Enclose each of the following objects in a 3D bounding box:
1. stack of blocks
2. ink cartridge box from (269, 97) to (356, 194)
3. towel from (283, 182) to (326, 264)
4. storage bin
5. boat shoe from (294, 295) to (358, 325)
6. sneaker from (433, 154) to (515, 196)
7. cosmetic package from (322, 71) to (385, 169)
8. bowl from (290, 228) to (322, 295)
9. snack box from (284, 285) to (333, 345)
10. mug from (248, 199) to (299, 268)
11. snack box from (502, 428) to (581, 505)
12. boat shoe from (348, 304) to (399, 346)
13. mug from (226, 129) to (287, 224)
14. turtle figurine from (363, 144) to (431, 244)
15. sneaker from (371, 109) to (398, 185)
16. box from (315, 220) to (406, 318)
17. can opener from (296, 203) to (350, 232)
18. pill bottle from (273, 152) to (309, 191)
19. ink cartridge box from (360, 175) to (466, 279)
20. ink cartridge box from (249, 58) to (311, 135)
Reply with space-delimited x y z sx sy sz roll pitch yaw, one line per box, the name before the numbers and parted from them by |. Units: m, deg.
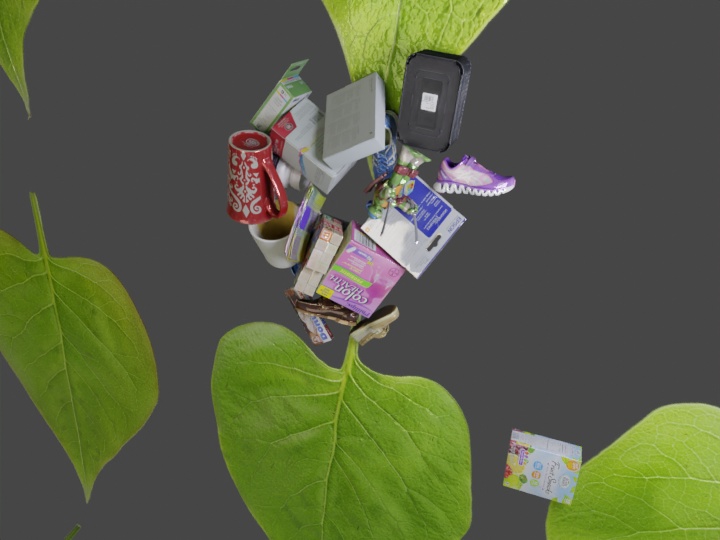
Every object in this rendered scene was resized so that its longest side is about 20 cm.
stack of blocks | -0.115 -0.036 1.474 0.057 0.116 0.203 22 111 -14
ink cartridge box | -0.112 -0.315 1.388 0.199 0.146 0.083 39 149 3
towel | -0.144 -0.115 1.432 0.022 0.144 0.204 19 86 11
storage bin | 0.168 -0.391 1.263 0.132 0.094 0.204 17 121 17
boat shoe | -0.097 0.107 1.640 0.195 0.070 0.072 12 103 3
sneaker | 0.270 -0.229 1.308 0.195 0.080 0.091 8 110 22
cosmetic package | -0.014 -0.358 1.311 0.148 0.205 0.051 -16 148 32
bowl | -0.117 -0.027 1.604 0.196 0.039 0.205 11 118 20
snack box | -0.160 0.137 1.712 0.071 0.024 0.203 -21 104 30
mug | -0.214 -0.102 1.517 0.146 0.190 0.155 7 143 13
snack box | 0.522 0.566 1.581 0.195 0.068 0.173 9 117 18
boat shoe | 0.050 0.164 1.605 0.067 0.074 0.199 49 134 -9
mug | -0.257 -0.235 1.387 0.173 0.135 0.203 10 130 3
turtle figurine | 0.107 -0.180 1.301 0.142 0.201 0.197 19 110 -30
sneaker | 0.055 -0.294 1.372 0.074 0.077 0.205 8 119 19
box | 0.000 0.000 1.490 0.173 0.098 0.201 27 123 -17
can opener | -0.098 -0.138 1.535 0.196 0.067 0.054 21 117 5
pill bottle | -0.232 -0.290 1.485 0.196 0.112 0.113 24 122 13
ink cartridge box | 0.133 -0.120 1.400 0.199 0.047 0.199 40 100 2
ink cartridge box | -0.189 -0.436 1.399 0.059 0.104 0.200 45 123 -3
